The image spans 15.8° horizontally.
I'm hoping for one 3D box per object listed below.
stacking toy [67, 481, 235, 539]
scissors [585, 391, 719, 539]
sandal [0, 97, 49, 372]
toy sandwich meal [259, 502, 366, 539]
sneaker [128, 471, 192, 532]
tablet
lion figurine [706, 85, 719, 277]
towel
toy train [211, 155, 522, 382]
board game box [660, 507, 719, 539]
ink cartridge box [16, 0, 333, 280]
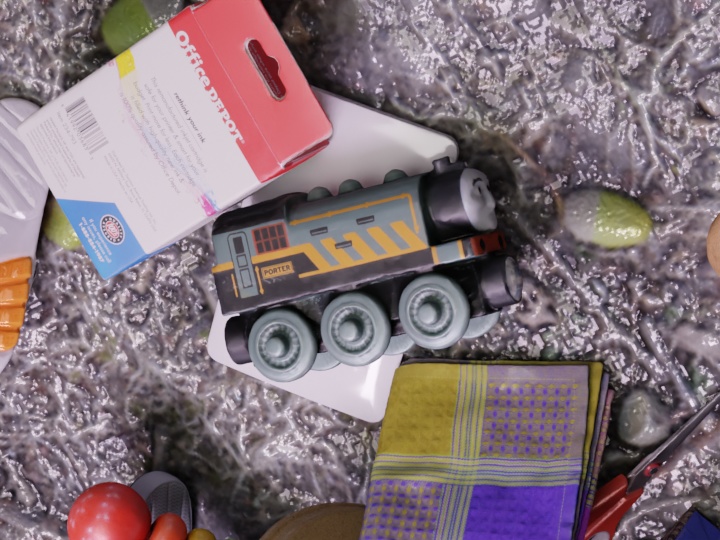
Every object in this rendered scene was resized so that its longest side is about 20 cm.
[{"bbox_3d":[-0.098,0.201,1.667,0.200,0.085,0.085,31,115,-11],"label":"stacking toy"},{"bbox_3d":[0.173,0.130,1.606,0.200,0.073,0.014,-39,51,5],"label":"scissors"},{"bbox_3d":[-0.246,-0.012,1.716,0.079,0.059,0.207,19,91,-2],"label":"sandal"},{"bbox_3d":[0.003,0.230,1.607,0.205,0.205,0.070,45,135,4],"label":"toy sandwich meal"},{"bbox_3d":[-0.173,0.221,1.744,0.071,0.073,0.200,28,105,37],"label":"sneaker"},{"bbox_3d":[-0.020,-0.012,1.646,0.130,0.014,0.200,21,111,15],"label":"tablet"},{"bbox_3d":[0.241,-0.042,1.505,0.122,0.072,0.200,29,118,20],"label":"lion figurine"},{"bbox_3d":[0.070,0.140,1.581,0.144,0.200,0.023,4,149,19],"label":"towel"},{"bbox_3d":[0.000,0.000,1.593,0.200,0.085,0.114,-13,90,24],"label":"toy train"},{"bbox_3d":[0.194,0.279,1.599,0.159,0.097,0.200,41,115,6],"label":"board game box"},{"bbox_3d":[-0.104,-0.093,1.616,0.200,0.067,0.116,-30,90,30],"label":"ink cartridge box"}]
